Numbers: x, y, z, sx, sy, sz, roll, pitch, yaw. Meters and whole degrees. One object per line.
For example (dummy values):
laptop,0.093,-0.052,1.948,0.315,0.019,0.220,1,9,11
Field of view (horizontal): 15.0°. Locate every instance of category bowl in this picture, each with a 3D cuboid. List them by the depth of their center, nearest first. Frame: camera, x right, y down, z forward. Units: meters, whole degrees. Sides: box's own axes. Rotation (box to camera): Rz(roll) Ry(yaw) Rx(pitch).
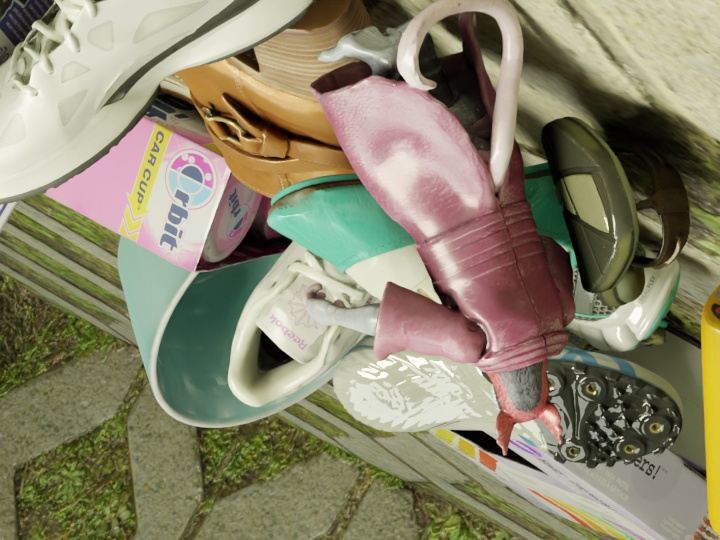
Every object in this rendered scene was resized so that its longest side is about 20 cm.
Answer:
bowl,-0.070,-0.012,1.687,0.105,0.201,0.201,49,-176,33

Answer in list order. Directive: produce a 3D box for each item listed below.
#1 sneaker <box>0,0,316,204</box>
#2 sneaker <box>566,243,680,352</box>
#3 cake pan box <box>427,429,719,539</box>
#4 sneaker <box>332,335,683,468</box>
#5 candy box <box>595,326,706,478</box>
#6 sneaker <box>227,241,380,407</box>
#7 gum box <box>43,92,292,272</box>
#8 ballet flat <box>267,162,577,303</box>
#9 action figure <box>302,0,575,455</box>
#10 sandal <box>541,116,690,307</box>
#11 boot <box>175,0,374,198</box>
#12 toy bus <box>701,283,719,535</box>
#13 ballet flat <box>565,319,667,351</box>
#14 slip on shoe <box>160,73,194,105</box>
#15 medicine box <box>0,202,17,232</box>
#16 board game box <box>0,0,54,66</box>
sneaker,-0.122,-0.118,1.163,0.115,0.200,0.076,54,-176,-45
sneaker,0.082,-0.013,1.481,0.091,0.078,0.199,38,160,-31
cake pan box,0.111,0.102,1.652,0.200,0.053,0.184,36,167,-35
sneaker,0.082,0.057,1.472,0.199,0.073,0.072,7,126,26
candy box,0.205,0.099,1.730,0.167,0.072,0.200,28,172,6
sneaker,0.000,0.000,1.422,0.075,0.200,0.100,39,-149,0
gum box,-0.076,-0.061,1.496,0.113,0.067,0.200,27,-162,21
ballet flat,0.041,-0.013,1.315,0.199,0.071,0.067,-6,168,-46
action figure,0.058,-0.019,1.205,0.149,0.133,0.201,-20,92,55
sandal,0.122,-0.030,1.259,0.057,0.080,0.201,-17,173,7
boot,-0.072,-0.106,1.315,0.199,0.077,0.156,15,152,19
toy bus,0.213,0.078,1.354,0.065,0.078,0.201,25,145,28
ballet flat,0.082,0.012,1.617,0.199,0.072,0.072,29,172,0
slip on shoe,-0.082,-0.122,1.423,0.200,0.076,0.061,34,136,31
medicine box,-0.256,-0.118,1.533,0.182,0.201,0.103,31,172,-14
board game box,-0.162,-0.159,1.154,0.034,0.136,0.200,32,172,16
